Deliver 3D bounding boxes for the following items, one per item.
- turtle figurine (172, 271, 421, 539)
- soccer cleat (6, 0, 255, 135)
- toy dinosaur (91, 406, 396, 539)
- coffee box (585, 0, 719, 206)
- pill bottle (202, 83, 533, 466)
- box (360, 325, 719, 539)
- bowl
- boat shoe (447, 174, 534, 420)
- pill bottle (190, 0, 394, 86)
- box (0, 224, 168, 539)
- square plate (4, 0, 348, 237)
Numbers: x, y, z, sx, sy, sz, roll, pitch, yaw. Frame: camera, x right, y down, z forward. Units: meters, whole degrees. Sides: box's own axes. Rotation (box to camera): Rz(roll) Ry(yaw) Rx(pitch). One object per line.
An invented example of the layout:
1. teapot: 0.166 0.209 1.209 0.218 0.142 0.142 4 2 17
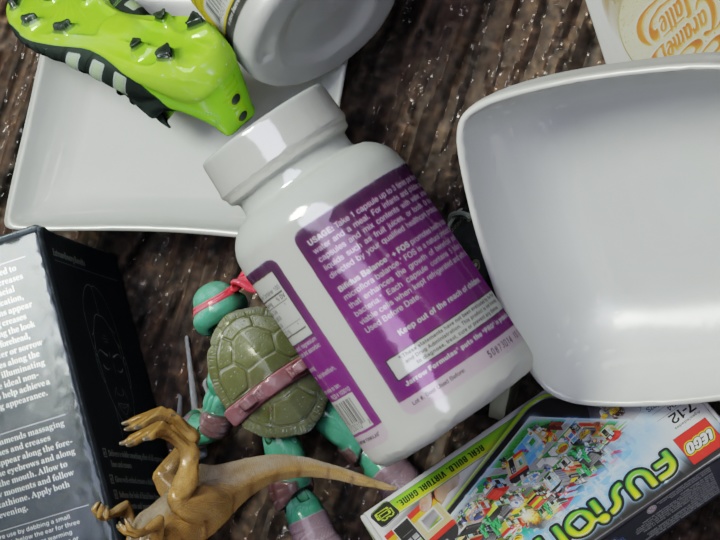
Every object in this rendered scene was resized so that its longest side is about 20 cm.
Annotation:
1. turtle figurine: -0.051 0.072 1.567 0.149 0.101 0.200 -34 83 8
2. soccer cleat: -0.142 -0.129 1.574 0.068 0.081 0.200 -46 43 -19
3. toy dinosaur: -0.090 0.126 1.490 0.200 0.060 0.107 -32 102 -28
4. coffee box: 0.198 -0.151 1.490 0.114 0.080 0.201 -13 102 33
5. pill bottle: 0.000 0.000 1.479 0.112 0.112 0.200 -34 90 8
6. box: 0.111 0.128 1.507 0.200 0.035 0.110 -34 48 -5
7. bowl: 0.167 -0.029 1.462 0.199 0.075 0.200 -7 111 30
8. boat shoe: 0.074 -0.015 1.556 0.067 0.072 0.201 11 89 14
9. pill bottle: -0.073 -0.214 1.572 0.111 0.111 0.200 -40 63 6
10. box: -0.190 0.089 1.567 0.107 0.148 0.201 -17 80 11
11. square plate: -0.103 -0.106 1.606 0.199 0.028 0.199 3 65 13
